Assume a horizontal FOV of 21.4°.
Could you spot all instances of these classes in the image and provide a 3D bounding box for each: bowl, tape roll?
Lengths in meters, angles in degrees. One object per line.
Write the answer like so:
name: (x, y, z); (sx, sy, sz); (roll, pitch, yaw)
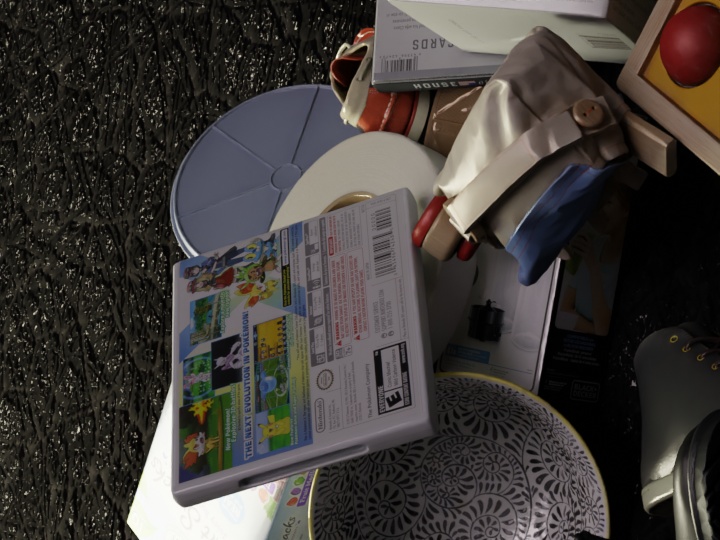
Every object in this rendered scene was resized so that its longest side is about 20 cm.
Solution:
bowl: (0.069, 0.154, 1.285); (0.094, 0.199, 0.202); (-60, -9, -76)
tape roll: (0.000, 0.000, 1.366); (0.202, 0.037, 0.205); (-22, 58, 40)

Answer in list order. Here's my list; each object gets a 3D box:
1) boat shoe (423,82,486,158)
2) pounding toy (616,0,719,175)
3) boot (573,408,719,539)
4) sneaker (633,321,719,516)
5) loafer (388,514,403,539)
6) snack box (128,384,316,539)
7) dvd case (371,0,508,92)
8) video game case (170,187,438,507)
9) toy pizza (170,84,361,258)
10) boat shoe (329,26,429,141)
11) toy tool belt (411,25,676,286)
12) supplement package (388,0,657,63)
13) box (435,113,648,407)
boat shoe: (0.073, -0.051, 1.394); (0.072, 0.064, 0.202); (18, 94, 45)
pounding toy: (0.245, -0.160, 1.106); (0.184, 0.141, 0.201); (50, 122, 48)
boot: (0.185, 0.174, 1.109); (0.162, 0.073, 0.200); (-4, 110, 54)
sneaker: (0.228, 0.067, 1.129); (0.200, 0.074, 0.107); (-34, 57, 47)
loafer: (0.017, 0.137, 1.358); (0.071, 0.063, 0.202); (-1, 78, 15)
snack box: (-0.090, 0.149, 1.366); (0.142, 0.053, 0.201); (47, 131, 35)
dvd case: (0.085, -0.228, 1.375); (0.149, 0.025, 0.202); (-2, 73, 18)
video game case: (-0.041, 0.048, 1.267); (0.181, 0.022, 0.201); (-18, 47, 15)
toy pizza: (-0.056, -0.066, 1.528); (0.198, 0.032, 0.202); (-9, 53, 12)
boat shoe: (0.008, -0.149, 1.470); (0.200, 0.062, 0.072); (-104, 30, -66)
toy tool belt: (0.114, -0.047, 1.194); (0.125, 0.122, 0.201); (-51, -8, -38)
supplement package: (0.125, -0.252, 1.250); (0.149, 0.152, 0.202); (7, 87, 23)
box: (0.123, -0.015, 1.316); (0.116, 0.060, 0.202); (12, 91, 55)
